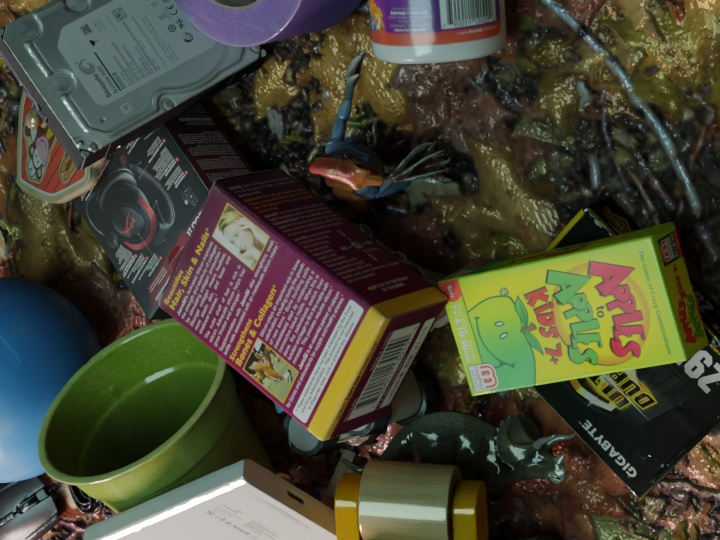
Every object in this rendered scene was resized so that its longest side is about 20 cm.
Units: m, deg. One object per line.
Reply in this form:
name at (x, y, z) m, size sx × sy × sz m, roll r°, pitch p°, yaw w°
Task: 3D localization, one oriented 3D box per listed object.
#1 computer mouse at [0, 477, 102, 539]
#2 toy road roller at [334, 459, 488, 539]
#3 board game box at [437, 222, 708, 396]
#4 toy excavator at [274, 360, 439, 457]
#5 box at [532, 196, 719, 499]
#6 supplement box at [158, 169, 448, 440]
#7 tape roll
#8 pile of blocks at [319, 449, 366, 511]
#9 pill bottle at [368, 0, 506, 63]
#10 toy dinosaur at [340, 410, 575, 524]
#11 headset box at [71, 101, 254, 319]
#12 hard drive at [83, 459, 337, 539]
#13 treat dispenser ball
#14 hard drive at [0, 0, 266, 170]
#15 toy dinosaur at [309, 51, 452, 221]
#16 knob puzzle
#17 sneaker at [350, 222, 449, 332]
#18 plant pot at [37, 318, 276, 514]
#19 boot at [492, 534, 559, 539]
computer mouse at (-0.374, 0.230, 1.927) m, size 0.200 × 0.046 × 0.141 m, roll -29°, pitch 90°, yaw 36°
toy road roller at (0.037, 0.271, 1.518) m, size 0.123 × 0.146 × 0.200 m, roll 2°, pitch 109°, yaw 14°
board game box at (0.168, 0.033, 1.455) m, size 0.200 × 0.048 × 0.102 m, roll -13°, pitch 97°, yaw 36°
toy excavator at (-0.046, 0.068, 1.647) m, size 0.194 × 0.100 × 0.200 m, roll -25°, pitch 78°, yaw 37°
box at (0.216, 0.064, 1.492) m, size 0.200 × 0.049 × 0.160 m, roll 47°, pitch 123°, yaw 11°
supplement box at (-0.050, 0.026, 1.508) m, size 0.200 × 0.103 × 0.131 m, roll 39°, pitch 118°, yaw 22°
tape roll at (-0.083, -0.293, 1.520) m, size 0.200 × 0.085 × 0.200 m, roll 19°, pitch 118°, yaw 39°
pile of blocks at (0.016, 0.248, 1.659) m, size 0.062 × 0.082 × 0.200 m, roll 18°, pitch 139°, yaw 24°
pill bottle at (0.056, -0.272, 1.444) m, size 0.111 × 0.111 × 0.200 m, roll 5°, pitch 108°, yaw 32°
toy dinosaur at (0.087, 0.160, 1.584) m, size 0.200 × 0.077 × 0.102 m, roll 11°, pitch 108°, yaw 14°
headset box at (-0.173, -0.063, 1.656) m, size 0.200 × 0.075 × 0.149 m, roll 53°, pitch 127°, yaw 25°
hard drive at (-0.129, 0.232, 1.597) m, size 0.200 × 0.026 × 0.132 m, roll -26°, pitch 134°, yaw 34°
treat dispenser ball at (-0.350, 0.107, 1.776) m, size 0.201 × 0.201 × 0.201 m, roll 11°, pitch 111°, yaw 30°
hard drive at (-0.200, -0.194, 1.588) m, size 0.140 × 0.200 × 0.038 m, roll 55°, pitch 157°, yaw 6°
toy dinosaur at (0.004, -0.074, 1.500) m, size 0.105 × 0.181 × 0.200 m, roll 37°, pitch 123°, yaw 17°
knob puzzle at (-0.286, -0.151, 1.696) m, size 0.219 × 0.030 × 0.220 m, roll -12°, pitch 74°, yaw 52°
sneaker at (0.000, 0.000, 1.582) m, size 0.200 × 0.075 × 0.082 m, roll 15°, pitch 131°, yaw 29°
plant pot at (-0.164, 0.179, 1.685) m, size 0.200 × 0.200 × 0.190 m, roll -8°, pitch 131°, yaw 34°
boot at (0.113, 0.329, 1.630) m, size 0.150 × 0.073 × 0.200 m, roll 1°, pitch 103°, yaw 31°
